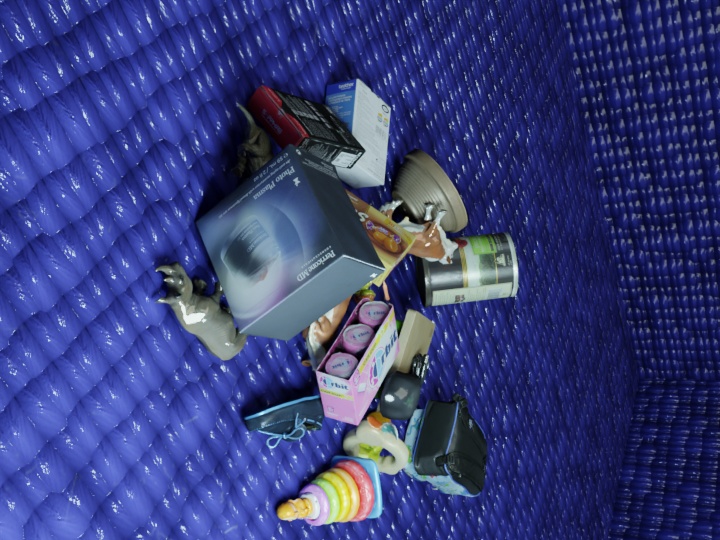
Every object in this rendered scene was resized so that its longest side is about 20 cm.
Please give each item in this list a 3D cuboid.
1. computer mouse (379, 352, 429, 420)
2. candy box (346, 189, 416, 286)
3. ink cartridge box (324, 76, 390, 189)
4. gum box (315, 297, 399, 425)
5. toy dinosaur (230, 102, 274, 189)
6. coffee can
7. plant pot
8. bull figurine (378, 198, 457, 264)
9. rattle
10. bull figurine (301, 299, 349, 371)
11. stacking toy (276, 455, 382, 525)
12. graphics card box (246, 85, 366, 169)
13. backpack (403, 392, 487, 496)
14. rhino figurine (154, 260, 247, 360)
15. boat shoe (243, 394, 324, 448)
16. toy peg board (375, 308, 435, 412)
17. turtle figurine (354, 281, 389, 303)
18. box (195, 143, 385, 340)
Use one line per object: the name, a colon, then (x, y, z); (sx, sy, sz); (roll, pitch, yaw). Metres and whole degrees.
computer mouse: (0.090, 0.227, 1.442); (0.200, 0.053, 0.139); (9, 98, -71)
candy box: (-0.014, -0.072, 1.369); (0.117, 0.200, 0.056); (-47, 171, -50)
ink cartridge box: (-0.007, -0.274, 1.500); (0.136, 0.076, 0.200); (27, 66, -56)
gum box: (0.002, 0.152, 1.355); (0.200, 0.066, 0.114); (-56, 149, -43)
toy dinosaur: (-0.165, -0.177, 1.248); (0.200, 0.077, 0.102); (62, 26, -27)
coffee can: (0.228, -0.003, 1.707); (0.146, 0.200, 0.147); (173, -90, -87)
plant pot: (0.133, -0.151, 1.667); (0.093, 0.201, 0.201); (-35, 127, -8)
bull figurine: (0.113, -0.077, 1.586); (0.065, 0.200, 0.122); (-115, -147, -65)
rattle: (0.044, 0.283, 1.452); (0.143, 0.130, 0.200); (-49, 150, -35)
bull figurine: (-0.064, 0.077, 1.358); (0.121, 0.065, 0.200); (70, 32, -54)
stacking toy: (-0.063, 0.393, 1.336); (0.200, 0.116, 0.110); (-4, 88, -48)
graphics card box: (-0.088, -0.240, 1.325); (0.126, 0.051, 0.200); (51, 25, 19)
backpack: (0.188, 0.390, 1.696); (0.200, 0.147, 0.183); (48, 47, -42)
rhino figurine: (-0.226, 0.055, 1.117); (0.200, 0.060, 0.088); (51, 42, -42)
boat shoe: (-0.109, 0.245, 1.269); (0.200, 0.084, 0.069); (1, 75, -57)
toy peg board: (0.058, 0.175, 1.542); (0.199, 0.098, 0.200); (35, 72, -71)
turtle figurine: (0.000, 0.000, 1.470); (0.200, 0.064, 0.161); (116, -33, -67)
box: (-0.104, -0.036, 1.125); (0.123, 0.200, 0.199); (16, 42, -58)
